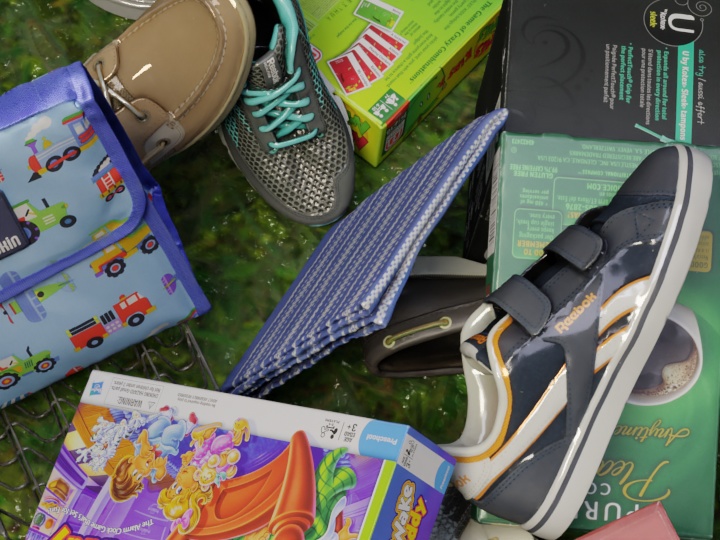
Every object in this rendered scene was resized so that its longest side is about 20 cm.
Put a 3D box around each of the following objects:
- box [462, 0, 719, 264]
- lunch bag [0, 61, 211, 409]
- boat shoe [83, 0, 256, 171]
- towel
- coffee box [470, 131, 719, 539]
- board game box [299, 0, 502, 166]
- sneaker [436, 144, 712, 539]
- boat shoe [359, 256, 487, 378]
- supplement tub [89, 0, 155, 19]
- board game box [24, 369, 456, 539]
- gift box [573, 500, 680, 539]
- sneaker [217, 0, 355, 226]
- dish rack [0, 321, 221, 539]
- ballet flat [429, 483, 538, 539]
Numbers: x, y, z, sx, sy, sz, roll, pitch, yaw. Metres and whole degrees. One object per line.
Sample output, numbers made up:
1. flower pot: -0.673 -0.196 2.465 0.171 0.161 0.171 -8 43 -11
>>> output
1. box: 0.169 -0.070 1.098 0.200 0.149 0.124 7 63 -3
2. lunch bag: -0.179 -0.025 0.946 0.150 0.200 0.094 -26 61 -2
3. boat shoe: -0.129 -0.085 1.052 0.071 0.200 0.065 51 38 9
4. towel: 0.000 0.000 1.024 0.024 0.200 0.145 38 61 -10
5. coffee box: 0.121 0.033 0.976 0.123 0.044 0.200 3 84 -4
6. board game box: 0.035 -0.167 1.196 0.102 0.048 0.200 38 65 14
7. sneaker: 0.098 0.022 0.914 0.079 0.078 0.200 25 85 -6
8. boat shoe: 0.099 0.029 1.086 0.201 0.072 0.061 -3 61 2
9. supplement tub: -0.123 -0.255 1.141 0.144 0.200 0.145 2 61 -4
10. board game box: -0.067 0.128 0.901 0.200 0.045 0.135 6 69 37
11. gift box: 0.098 0.230 0.917 0.200 0.187 0.185 -22 67 5
12. sneaker: -0.056 -0.111 1.081 0.078 0.091 0.200 -22 107 3
13. dish rack: -0.144 0.075 1.033 0.153 0.055 0.200 -27 63 -4
14. ballet flat: 0.080 0.127 1.016 0.072 0.072 0.200 37 58 14
